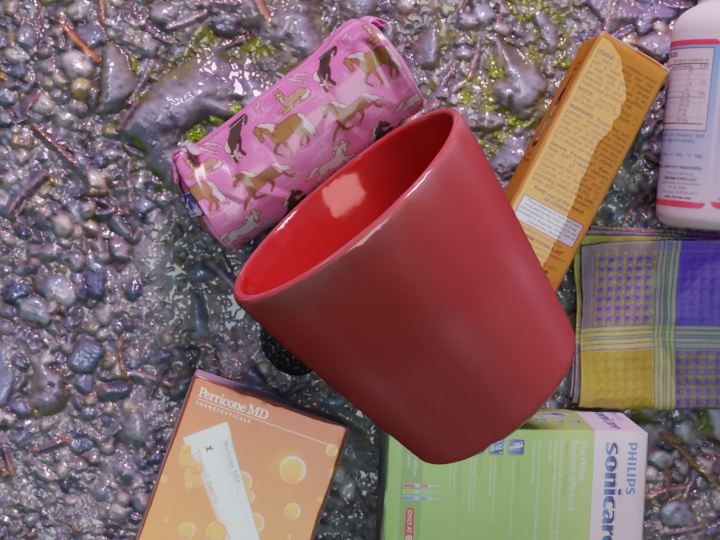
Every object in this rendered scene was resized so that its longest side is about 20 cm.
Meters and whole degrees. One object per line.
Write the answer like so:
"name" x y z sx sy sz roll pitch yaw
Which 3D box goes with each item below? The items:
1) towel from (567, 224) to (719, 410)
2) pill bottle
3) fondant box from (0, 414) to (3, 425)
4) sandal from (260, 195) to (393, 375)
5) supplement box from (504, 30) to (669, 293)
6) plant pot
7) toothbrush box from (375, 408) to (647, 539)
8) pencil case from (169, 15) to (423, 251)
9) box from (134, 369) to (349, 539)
"towel" 0.260 0.041 0.969 0.197 0.023 0.146 3 95 -2
"pill bottle" 0.281 -0.131 0.910 0.107 0.109 0.203 5 95 -3
"fondant box" -0.385 0.172 0.939 0.143 0.058 0.202 28 95 -5
"sandal" 0.000 0.000 0.950 0.200 0.045 0.075 -43 90 17
"supplement box" 0.157 -0.076 0.932 0.068 0.067 0.202 25 95 -4
"plant pot" 0.042 0.019 0.834 0.200 0.201 0.178 -40 105 2
"toothbrush box" 0.112 0.185 0.945 0.197 0.086 0.148 2 95 -2
"pencil case" -0.047 -0.103 0.915 0.199 0.087 0.083 -37 63 1
"box" -0.099 0.189 0.917 0.123 0.097 0.202 19 85 -5
